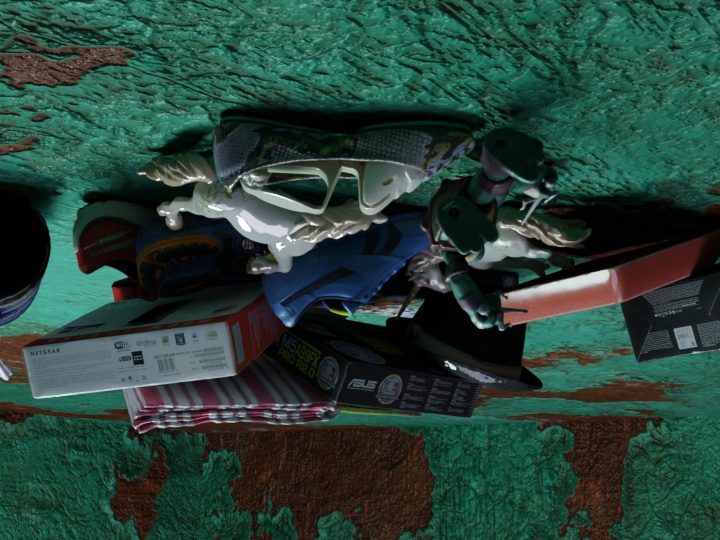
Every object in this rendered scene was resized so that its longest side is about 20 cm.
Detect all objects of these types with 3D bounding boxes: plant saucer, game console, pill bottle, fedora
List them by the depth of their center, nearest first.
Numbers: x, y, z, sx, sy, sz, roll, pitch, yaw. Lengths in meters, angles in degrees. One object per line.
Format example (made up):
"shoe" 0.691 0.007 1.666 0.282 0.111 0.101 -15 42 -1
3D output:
"pill bottle" -0.363 -0.005 1.083 0.111 0.113 0.200 6 166 -19
"plant saucer" 0.238 0.010 1.102 0.198 0.037 0.199 -16 179 -39
"fedora" 0.123 0.056 1.209 0.199 0.092 0.201 21 -172 -3
"game console" -0.171 0.015 1.238 0.175 0.031 0.200 -5 -176 3

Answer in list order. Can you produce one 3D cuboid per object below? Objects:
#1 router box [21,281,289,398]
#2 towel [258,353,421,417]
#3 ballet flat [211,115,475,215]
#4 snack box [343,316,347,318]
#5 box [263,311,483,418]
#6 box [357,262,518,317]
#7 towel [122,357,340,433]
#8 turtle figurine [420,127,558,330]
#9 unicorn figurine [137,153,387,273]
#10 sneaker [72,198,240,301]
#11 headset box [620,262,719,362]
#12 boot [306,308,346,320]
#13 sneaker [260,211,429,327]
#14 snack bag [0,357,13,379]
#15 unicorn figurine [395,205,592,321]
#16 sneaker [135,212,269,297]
"router box" -0.182 0.060 1.044 0.198 0.049 0.179 -8 -170 14
"towel" -0.033 0.123 1.238 0.142 0.023 0.200 8 -174 -25
"ballet flat" -0.013 -0.075 0.839 0.198 0.073 0.072 1 167 -2
"snack box" -0.057 0.039 1.350 0.024 0.072 0.200 -41 -179 -20
"box" 0.006 0.095 1.164 0.199 0.045 0.160 13 -170 -42
"box" 0.073 0.027 1.347 0.198 0.038 0.136 6 167 -19
"towel" -0.133 0.118 1.088 0.198 0.030 0.146 2 -167 -21
"turtle figurine" 0.097 -0.032 0.885 0.100 0.151 0.200 15 167 9
"unicorn figurine" -0.075 -0.047 0.921 0.198 0.075 0.137 12 162 -32
"sneaker" -0.194 -0.010 1.105 0.198 0.086 0.077 11 165 -37
"headset box" 0.388 0.027 1.132 0.198 0.078 0.148 -16 178 -32
"boot" -0.128 0.069 1.281 0.145 0.071 0.199 -24 -154 -38
"sneaker" 0.000 0.000 1.041 0.198 0.079 0.066 -18 169 -30
"snack bag" -0.417 0.009 1.021 0.188 0.021 0.201 30 156 24
"unicorn figurine" 0.130 -0.020 1.093 0.136 0.075 0.200 7 150 -19
"sneaker" -0.119 -0.034 1.051 0.198 0.079 0.076 -6 130 -27
